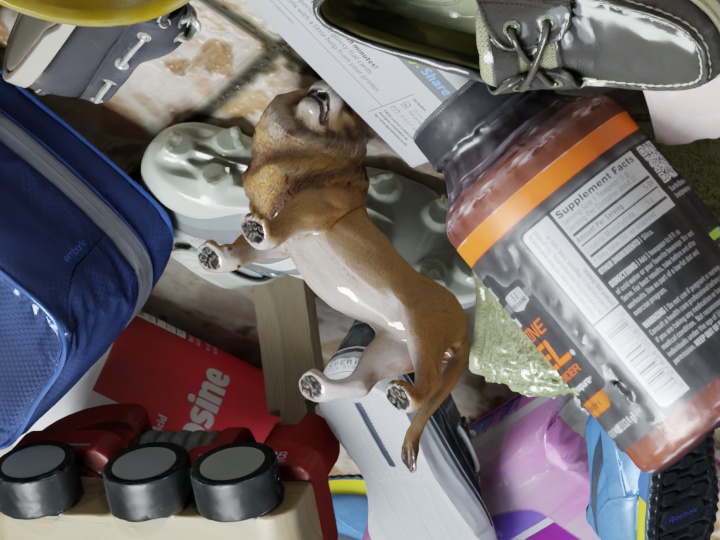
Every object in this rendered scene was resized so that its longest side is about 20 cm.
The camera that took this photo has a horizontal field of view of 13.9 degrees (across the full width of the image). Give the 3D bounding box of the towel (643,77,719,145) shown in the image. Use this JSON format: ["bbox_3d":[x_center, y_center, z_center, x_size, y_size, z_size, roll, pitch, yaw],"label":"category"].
[{"bbox_3d":[0.212,-0.147,1.331,0.200,0.032,0.191,-8,132,13],"label":"towel"}]

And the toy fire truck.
[{"bbox_3d":[-0.090,0.093,1.609,0.176,0.200,0.129,-1,115,21],"label":"toy fire truck"}]

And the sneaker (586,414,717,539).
[{"bbox_3d":[0.151,0.059,1.561,0.078,0.066,0.200,29,121,46],"label":"sneaker"}]

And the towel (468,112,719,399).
[{"bbox_3d":[0.150,-0.009,1.475,0.200,0.149,0.036,-1,-179,19],"label":"towel"}]

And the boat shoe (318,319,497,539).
[{"bbox_3d":[0.037,0.101,1.623,0.072,0.071,0.200,4,138,25],"label":"boat shoe"}]

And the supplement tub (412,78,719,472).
[{"bbox_3d":[0.114,-0.009,1.407,0.200,0.107,0.107,51,140,6],"label":"supplement tub"}]

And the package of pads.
[{"bbox_3d":[0.104,0.138,1.713,0.120,0.076,0.200,36,138,-15],"label":"package of pads"}]

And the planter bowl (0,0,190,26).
[{"bbox_3d":[-0.133,-0.218,1.369,0.200,0.083,0.200,12,134,13],"label":"planter bowl"}]

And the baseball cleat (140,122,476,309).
[{"bbox_3d":[-0.023,-0.019,1.597,0.200,0.070,0.106,25,150,7],"label":"baseball cleat"}]

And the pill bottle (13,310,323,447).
[{"bbox_3d":[-0.128,0.085,1.716,0.200,0.112,0.112,26,141,-10],"label":"pill bottle"}]

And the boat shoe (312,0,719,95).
[{"bbox_3d":[0.071,-0.109,1.343,0.201,0.066,0.072,17,139,26],"label":"boat shoe"}]

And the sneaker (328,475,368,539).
[{"bbox_3d":[-0.059,0.178,1.829,0.200,0.078,0.066,-8,137,32],"label":"sneaker"}]

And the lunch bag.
[{"bbox_3d":[-0.210,-0.023,1.590,0.200,0.132,0.136,41,135,0],"label":"lunch bag"}]

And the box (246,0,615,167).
[{"bbox_3d":[0.056,-0.138,1.431,0.200,0.041,0.156,-20,128,38],"label":"box"}]

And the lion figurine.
[{"bbox_3d":[0.000,0.000,1.498,0.072,0.122,0.200,-38,84,42],"label":"lion figurine"}]

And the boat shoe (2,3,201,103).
[{"bbox_3d":[-0.109,-0.139,1.483,0.063,0.073,0.200,23,147,-25],"label":"boat shoe"}]
